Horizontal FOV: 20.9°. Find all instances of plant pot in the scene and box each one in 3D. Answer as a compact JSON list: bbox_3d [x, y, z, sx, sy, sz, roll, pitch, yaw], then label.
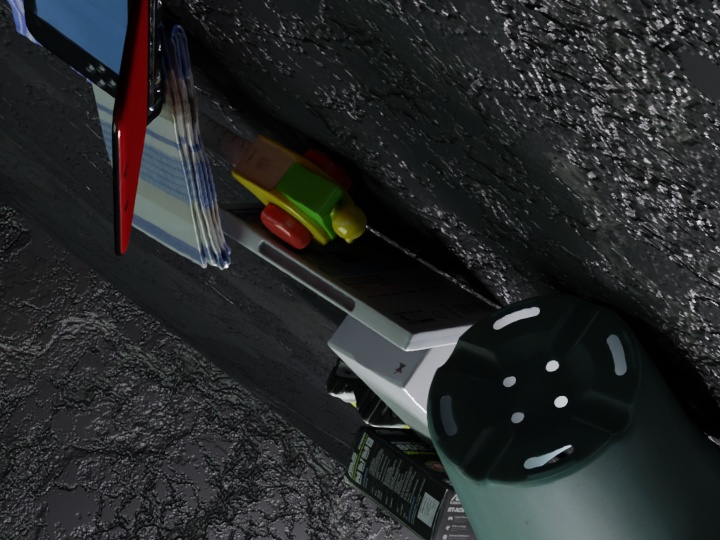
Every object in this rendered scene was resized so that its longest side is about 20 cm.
[{"bbox_3d":[0.144,0.132,1.305,0.200,0.200,0.196,29,160,42],"label":"plant pot"}]

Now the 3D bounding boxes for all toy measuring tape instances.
[{"bbox_3d":[-0.066,-0.068,1.448,0.199,0.074,0.074,31,169,35],"label":"toy measuring tape"}]

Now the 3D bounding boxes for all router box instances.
[{"bbox_3d":[0.106,0.209,1.885,0.199,0.063,0.150,7,-166,-38],"label":"router box"}]

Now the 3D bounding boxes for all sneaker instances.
[{"bbox_3d":[0.039,0.131,2.038,0.090,0.079,0.200,32,179,-22],"label":"sneaker"}]

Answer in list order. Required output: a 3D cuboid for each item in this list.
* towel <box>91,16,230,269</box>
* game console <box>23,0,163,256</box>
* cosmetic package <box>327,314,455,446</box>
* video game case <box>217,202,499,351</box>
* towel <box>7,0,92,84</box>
[{"bbox_3d":[-0.156,-0.107,1.453,0.147,0.024,0.201,26,134,50],"label":"towel"},{"bbox_3d":[-0.190,-0.136,1.293,0.172,0.119,0.200,36,155,10],"label":"game console"},{"bbox_3d":[0.065,0.104,1.776,0.101,0.071,0.200,28,168,39],"label":"cosmetic package"},{"bbox_3d":[0.000,0.000,1.474,0.199,0.018,0.143,33,-159,28],"label":"video game case"},{"bbox_3d":[-0.226,-0.176,1.655,0.199,0.024,0.145,36,170,7],"label":"towel"}]
